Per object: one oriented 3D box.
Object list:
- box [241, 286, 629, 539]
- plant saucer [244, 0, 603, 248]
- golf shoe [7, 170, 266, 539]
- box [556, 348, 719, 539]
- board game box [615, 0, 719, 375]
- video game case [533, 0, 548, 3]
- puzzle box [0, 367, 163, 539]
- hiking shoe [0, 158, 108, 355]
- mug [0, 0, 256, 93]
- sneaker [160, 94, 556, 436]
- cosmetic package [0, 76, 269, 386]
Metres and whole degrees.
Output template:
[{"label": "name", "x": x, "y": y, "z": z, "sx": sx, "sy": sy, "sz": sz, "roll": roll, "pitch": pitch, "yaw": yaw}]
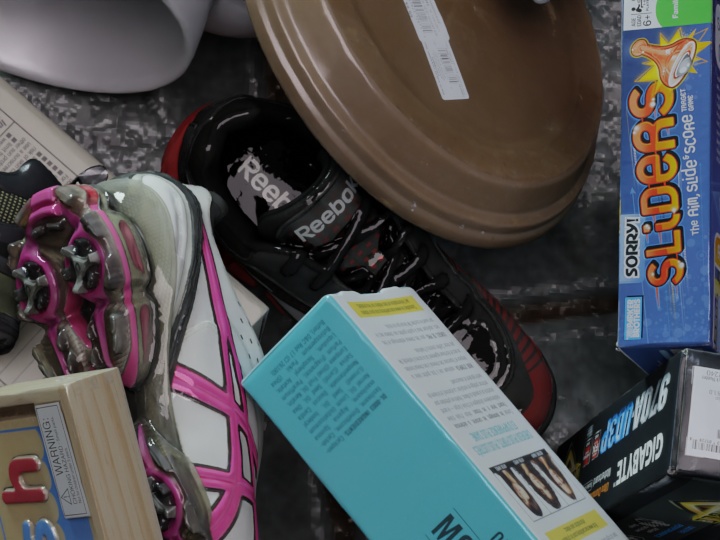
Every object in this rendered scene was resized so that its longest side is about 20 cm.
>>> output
[{"label": "box", "x": 0.050, "y": 0.096, "z": 0.701, "sx": 0.049, "sy": 0.082, "sz": 0.200, "roll": -45, "pitch": 75, "yaw": 18}, {"label": "plant saucer", "x": 0.033, "y": -0.106, "z": 0.811, "sx": 0.199, "sy": 0.029, "sz": 0.201, "roll": 24, "pitch": 53, "yaw": -36}, {"label": "golf shoe", "x": -0.059, "y": 0.062, "z": 0.717, "sx": 0.092, "sy": 0.072, "sz": 0.201, "roll": -11, "pitch": 90, "yaw": -46}, {"label": "box", "x": 0.168, "y": 0.083, "z": 0.749, "sx": 0.158, "sy": 0.200, "sz": 0.046, "roll": 10, "pitch": 74, "yaw": -5}, {"label": "board game box", "x": 0.142, "y": -0.013, "z": 0.775, "sx": 0.034, "sy": 0.200, "sz": 0.136, "roll": -3, "pitch": 73, "yaw": 22}, {"label": "video game case", "x": 0.075, "y": -0.218, "z": 0.859, "sx": 0.182, "sy": 0.023, "sz": 0.200, "roll": 49, "pitch": 47, "yaw": 7}, {"label": "puzzle box", "x": -0.111, "y": 0.138, "z": 0.706, "sx": 0.025, "sy": 0.133, "sz": 0.201, "roll": -16, "pitch": 94, "yaw": -44}, {"label": "hiking shoe", "x": -0.197, "y": -0.052, "z": 0.740, "sx": 0.199, "sy": 0.076, "sz": 0.101, "roll": 33, "pitch": 67, "yaw": -6}, {"label": "mug", "x": -0.092, "y": -0.174, "z": 0.824, "sx": 0.199, "sy": 0.147, "sz": 0.176, "roll": 27, "pitch": 67, "yaw": -26}, {"label": "sneaker", "x": 0.000, "y": 0.000, "z": 0.801, "sx": 0.200, "sy": 0.098, "sz": 0.071, "roll": 42, "pitch": 80, "yaw": 4}, {"label": "cosmetic package", "x": -0.145, "y": -0.005, "z": 0.800, "sx": 0.200, "sy": 0.073, "sz": 0.104, "roll": 42, "pitch": 75, "yaw": 4}]
